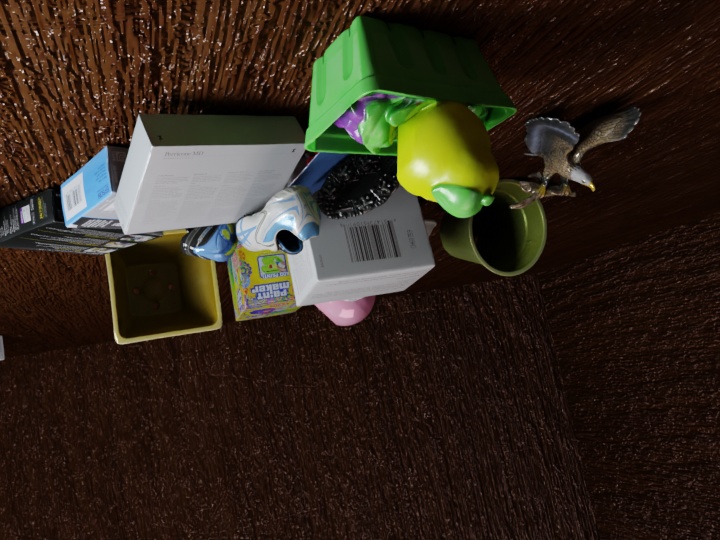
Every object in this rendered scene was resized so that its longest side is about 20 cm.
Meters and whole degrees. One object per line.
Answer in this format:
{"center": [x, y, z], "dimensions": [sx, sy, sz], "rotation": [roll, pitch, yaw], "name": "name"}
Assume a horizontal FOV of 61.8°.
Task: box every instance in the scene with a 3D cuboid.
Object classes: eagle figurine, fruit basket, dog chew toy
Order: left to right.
{"center": [0.000, 0.000, 1.070], "dimensions": [0.200, 0.124, 0.125], "rotation": [-48, 173, -5], "name": "dog chew toy"}
{"center": [0.061, -0.137, 0.610], "dimensions": [0.214, 0.218, 0.155], "rotation": [-5, 170, -35], "name": "fruit basket"}
{"center": [0.337, -0.192, 0.967], "dimensions": [0.152, 0.150, 0.201], "rotation": [-51, 159, -33], "name": "eagle figurine"}

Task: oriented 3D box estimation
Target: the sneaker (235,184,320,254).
{"center": [-0.109, -0.048, 0.768], "dimensions": [0.071, 0.073, 0.200], "rotation": [-13, 176, -28], "name": "sneaker"}

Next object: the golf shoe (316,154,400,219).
{"center": [0.029, -0.134, 0.828], "dimensions": [0.199, 0.078, 0.094], "rotation": [-35, 180, -2], "name": "golf shoe"}

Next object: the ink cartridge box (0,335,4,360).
{"center": [-1.239, 0.253, 1.860], "dimensions": [0.144, 0.084, 0.200], "rotation": [-12, 171, 8], "name": "ink cartridge box"}

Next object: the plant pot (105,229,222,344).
{"center": [-0.398, 0.033, 1.191], "dimensions": [0.192, 0.198, 0.200], "rotation": [-7, 177, -25], "name": "plant pot"}

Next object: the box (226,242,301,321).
{"center": [-0.169, -0.024, 1.072], "dimensions": [0.121, 0.195, 0.200], "rotation": [-8, 170, -18], "name": "box"}

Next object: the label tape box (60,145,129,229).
{"center": [-0.283, -0.105, 0.830], "dimensions": [0.143, 0.067, 0.199], "rotation": [-19, 167, 40], "name": "label tape box"}

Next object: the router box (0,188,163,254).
{"center": [-0.429, -0.068, 0.921], "dimensions": [0.148, 0.052, 0.200], "rotation": [-13, 171, 26], "name": "router box"}

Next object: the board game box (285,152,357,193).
{"center": [-0.035, -0.163, 0.770], "dimensions": [0.200, 0.039, 0.158], "rotation": [-41, 176, 36], "name": "board game box"}

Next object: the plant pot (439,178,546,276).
{"center": [0.273, -0.089, 1.331], "dimensions": [0.198, 0.202, 0.190], "rotation": [-7, -178, -22], "name": "plant pot"}

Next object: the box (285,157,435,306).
{"center": [-0.014, -0.066, 0.946], "dimensions": [0.197, 0.202, 0.131], "rotation": [-7, 163, -23], "name": "box"}

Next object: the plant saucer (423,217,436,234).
{"center": [0.067, -0.062, 1.270], "dimensions": [0.198, 0.051, 0.200], "rotation": [-10, 173, -1], "name": "plant saucer"}

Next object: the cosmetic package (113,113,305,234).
{"center": [-0.179, -0.117, 0.725], "dimensions": [0.199, 0.052, 0.151], "rotation": [-11, 155, -40], "name": "cosmetic package"}

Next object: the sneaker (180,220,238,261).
{"center": [-0.210, -0.080, 0.867], "dimensions": [0.082, 0.071, 0.200], "rotation": [2, -149, 0], "name": "sneaker"}
